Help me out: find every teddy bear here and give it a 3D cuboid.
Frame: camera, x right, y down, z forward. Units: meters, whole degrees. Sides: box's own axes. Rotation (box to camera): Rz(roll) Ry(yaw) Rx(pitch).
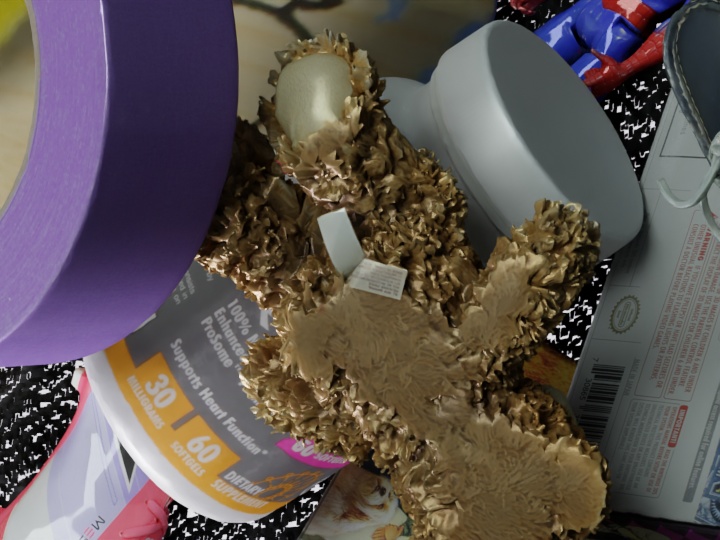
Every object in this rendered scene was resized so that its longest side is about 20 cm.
[{"bbox_3d":[0.015,0.014,1.006,0.200,0.067,0.145,39,110,10],"label":"teddy bear"}]

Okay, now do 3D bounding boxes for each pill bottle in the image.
[{"bbox_3d":[0.000,0.000,1.097,0.200,0.116,0.117,-35,57,25],"label":"pill bottle"}]

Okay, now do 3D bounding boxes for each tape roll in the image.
[{"bbox_3d":[-0.135,-0.066,1.016,0.199,0.065,0.202,2,94,40],"label":"tape roll"}]

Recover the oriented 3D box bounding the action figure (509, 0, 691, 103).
[{"bbox_3d":[0.090,-0.089,1.148,0.200,0.052,0.066,-45,49,12],"label":"action figure"}]

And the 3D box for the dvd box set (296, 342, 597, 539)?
[{"bbox_3d":[0.070,0.112,1.101,0.200,0.029,0.147,34,94,38],"label":"dvd box set"}]

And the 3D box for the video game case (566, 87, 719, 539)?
[{"bbox_3d":[0.171,0.010,1.040,0.180,0.036,0.201,5,65,36],"label":"video game case"}]

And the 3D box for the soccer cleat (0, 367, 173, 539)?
[{"bbox_3d":[-0.095,0.080,1.213,0.076,0.067,0.200,39,98,21],"label":"soccer cleat"}]

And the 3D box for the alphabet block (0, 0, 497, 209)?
[{"bbox_3d":[-0.096,-0.141,1.174,0.195,0.199,0.197,-43,53,33],"label":"alphabet block"}]

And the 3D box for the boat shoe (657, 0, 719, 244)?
[{"bbox_3d":[0.152,-0.029,1.000,0.201,0.061,0.075,61,139,36],"label":"boat shoe"}]
